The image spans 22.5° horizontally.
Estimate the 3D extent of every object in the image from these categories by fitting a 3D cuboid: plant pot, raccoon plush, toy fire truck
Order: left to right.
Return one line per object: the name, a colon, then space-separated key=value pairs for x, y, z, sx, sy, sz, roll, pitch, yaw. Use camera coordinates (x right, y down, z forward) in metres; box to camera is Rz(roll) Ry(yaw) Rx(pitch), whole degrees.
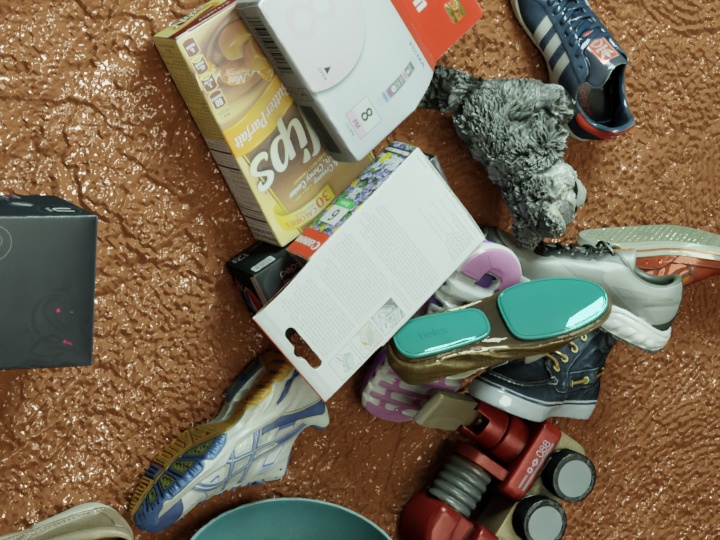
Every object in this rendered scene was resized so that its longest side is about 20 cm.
plant pot: x=-0.061 y=0.313 z=1.549 sx=0.199 sy=0.200 sz=0.135 roll=-15 pitch=131 yaw=-25
toy fire truck: x=0.096 y=0.190 z=1.638 sx=0.200 sy=0.129 sz=0.177 roll=37 pitch=82 yaw=-20
raccoon plush: x=0.108 y=-0.096 z=1.592 sx=0.199 sy=0.097 sz=0.135 roll=8 pitch=77 yaw=-2

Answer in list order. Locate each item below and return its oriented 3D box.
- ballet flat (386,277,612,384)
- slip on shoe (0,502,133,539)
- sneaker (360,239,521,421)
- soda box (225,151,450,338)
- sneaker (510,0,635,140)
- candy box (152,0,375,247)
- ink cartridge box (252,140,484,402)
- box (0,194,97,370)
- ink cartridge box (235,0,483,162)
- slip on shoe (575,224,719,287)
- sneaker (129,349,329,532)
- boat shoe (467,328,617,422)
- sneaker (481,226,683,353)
ballet flat: x=0.118 y=0.059 z=1.556 sx=0.199 sy=0.068 sz=0.073 roll=-16 pitch=147 yaw=-9
slip on shoe: x=-0.277 y=0.254 z=1.477 sx=0.199 sy=0.061 sz=0.077 roll=-21 pitch=109 yaw=-23
sneaker: x=0.064 y=0.043 z=1.614 sx=0.080 sy=0.089 sz=0.201 roll=22 pitch=111 yaw=-32
soda box: x=-0.012 y=-0.025 z=1.563 sx=0.199 sy=0.063 sz=0.071 roll=-34 pitch=114 yaw=-18
sneaker: x=0.199 y=-0.209 z=1.628 sx=0.075 sy=0.084 sz=0.201 roll=-33 pitch=113 yaw=-19
candy box: x=-0.075 y=-0.135 z=1.510 sx=0.115 sy=0.055 sz=0.201 roll=-35 pitch=113 yaw=-20
ink cartridge box: x=0.000 y=0.000 z=1.510 sx=0.200 sy=0.050 sz=0.109 roll=-45 pitch=118 yaw=-12
box: x=-0.311 y=0.009 z=1.383 sx=0.199 sy=0.106 sz=0.123 roll=-2 pitch=102 yaw=-28
ink cartridge box: x=0.012 y=-0.214 z=1.495 sx=0.200 sy=0.057 sz=0.163 roll=-43 pitch=117 yaw=-17
slip on shoe: x=0.293 y=-0.006 z=1.730 sx=0.199 sy=0.074 sz=0.062 roll=-2 pitch=109 yaw=-23
sneaker: x=-0.105 y=0.163 z=1.544 sx=0.200 sy=0.075 sz=0.088 roll=-43 pitch=117 yaw=-14
boat shoe: x=0.167 y=0.083 z=1.646 sx=0.200 sy=0.071 sz=0.091 roll=6 pitch=105 yaw=-59
sneaker: x=0.201 y=0.000 z=1.648 sx=0.199 sy=0.074 sz=0.080 roll=23 pitch=107 yaw=-6
